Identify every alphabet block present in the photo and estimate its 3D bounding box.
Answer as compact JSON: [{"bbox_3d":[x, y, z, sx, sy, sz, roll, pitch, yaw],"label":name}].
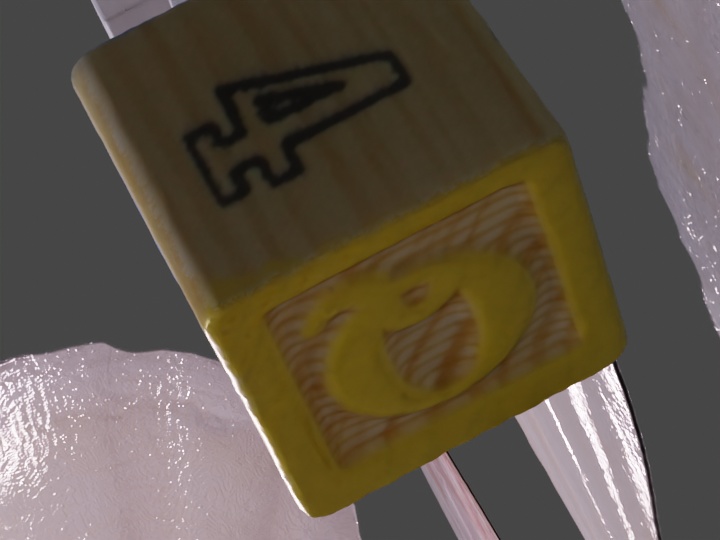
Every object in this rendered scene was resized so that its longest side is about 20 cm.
[{"bbox_3d":[-0.005,-0.031,1.249,0.200,0.196,0.195,59,177,38],"label":"alphabet block"}]

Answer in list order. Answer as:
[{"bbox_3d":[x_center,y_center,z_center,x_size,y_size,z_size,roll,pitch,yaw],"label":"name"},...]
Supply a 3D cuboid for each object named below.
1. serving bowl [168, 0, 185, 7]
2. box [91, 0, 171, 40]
[{"bbox_3d":[-0.057,-0.179,1.703,0.200,0.066,0.200,43,154,26],"label":"serving bowl"},{"bbox_3d":[-0.115,-0.176,2.039,0.200,0.152,0.106,65,176,-28],"label":"box"}]
